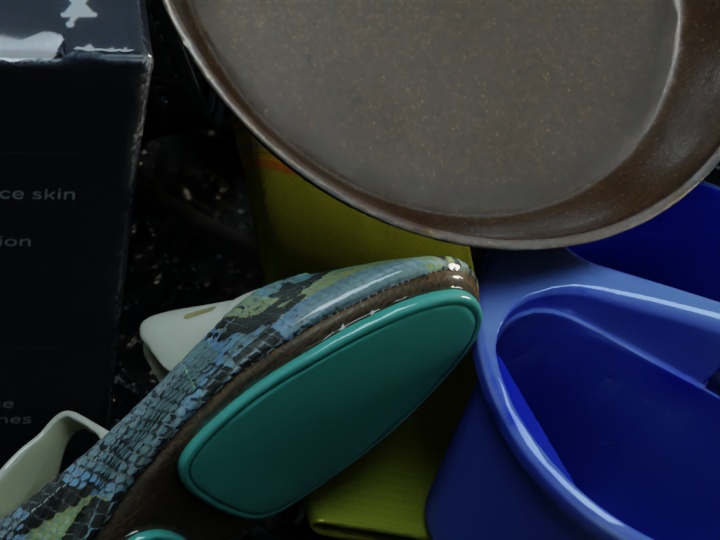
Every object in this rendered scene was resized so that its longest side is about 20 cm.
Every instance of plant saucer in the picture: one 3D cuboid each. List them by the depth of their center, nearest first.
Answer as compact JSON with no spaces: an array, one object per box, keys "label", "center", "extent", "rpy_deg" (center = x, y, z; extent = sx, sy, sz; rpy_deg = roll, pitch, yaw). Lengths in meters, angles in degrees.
[{"label":"plant saucer","center":[0.025,-0.095,0.781],"extent":[0.200,0.034,0.201],"rpy_deg":[8,67,-21]}]

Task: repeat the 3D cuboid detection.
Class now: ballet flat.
[{"label":"ballet flat","center":[-0.056,0.051,0.752],"extent":[0.200,0.074,0.074],"rpy_deg":[-41,62,2]}]

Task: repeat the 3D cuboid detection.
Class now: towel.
[{"label":"towel","center":[0.000,0.000,0.852],"extent":[0.086,0.018,0.200],"rpy_deg":[12,51,-34]}]

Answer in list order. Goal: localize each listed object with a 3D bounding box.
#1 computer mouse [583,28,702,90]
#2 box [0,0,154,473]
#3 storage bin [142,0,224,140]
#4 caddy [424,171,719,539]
[{"label":"computer mouse","center":[0.040,-0.093,0.860],"extent":[0.200,0.046,0.141],"rpy_deg":[1,39,-23]},{"label":"box","center":[-0.167,-0.034,0.766],"extent":[0.196,0.200,0.118],"rpy_deg":[0,51,-10]},{"label":"storage bin","center":[-0.111,-0.143,0.853],"extent":[0.094,0.200,0.135],"rpy_deg":[-8,50,7]},{"label":"caddy","center":[0.117,0.055,0.784],"extent":[0.200,0.105,0.142],"rpy_deg":[28,48,-1]}]
